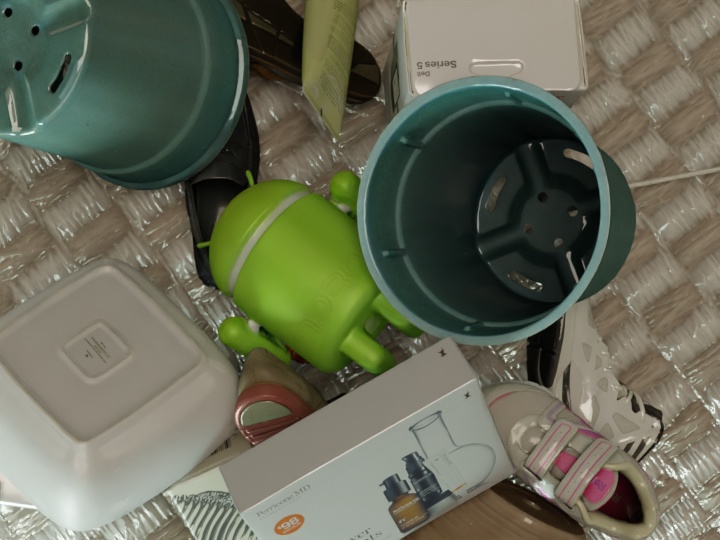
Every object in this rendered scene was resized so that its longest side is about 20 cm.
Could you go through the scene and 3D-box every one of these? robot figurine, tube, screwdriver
[{"bbox_3d":[-0.041,0.004,1.172,0.200,0.116,0.176,36,90,16],"label":"robot figurine"},{"bbox_3d":[-0.028,-0.215,1.245,0.058,0.052,0.201,16,58,-21],"label":"tube"},{"bbox_3d":[0.257,-0.080,1.299,0.199,0.029,0.028,-11,86,1],"label":"screwdriver"}]

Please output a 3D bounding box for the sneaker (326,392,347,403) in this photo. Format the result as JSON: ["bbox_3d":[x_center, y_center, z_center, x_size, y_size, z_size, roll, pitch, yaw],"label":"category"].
[{"bbox_3d":[-0.097,0.129,1.245,0.199,0.076,0.088,11,80,-13],"label":"sneaker"}]

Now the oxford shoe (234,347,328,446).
[{"bbox_3d":[-0.032,0.137,1.173,0.070,0.075,0.200,-22,130,16],"label":"oxford shoe"}]

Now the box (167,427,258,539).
[{"bbox_3d":[-0.086,0.227,1.192,0.082,0.068,0.201,-25,113,2],"label":"box"}]

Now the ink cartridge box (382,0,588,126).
[{"bbox_3d":[0.100,-0.163,1.211,0.145,0.200,0.084,-3,82,-5],"label":"ink cartridge box"}]

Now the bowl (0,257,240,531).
[{"bbox_3d":[-0.209,0.084,1.132,0.199,0.075,0.200,-35,66,-29],"label":"bowl"}]

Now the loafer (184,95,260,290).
[{"bbox_3d":[-0.121,-0.084,1.256,0.068,0.070,0.202,-2,85,-4],"label":"loafer"}]

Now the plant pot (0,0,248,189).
[{"bbox_3d":[-0.225,-0.172,1.154,0.199,0.196,0.201,0,90,25],"label":"plant pot"}]

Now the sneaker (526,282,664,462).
[{"bbox_3d":[0.212,0.097,1.272,0.115,0.076,0.202,3,93,-12],"label":"sneaker"}]

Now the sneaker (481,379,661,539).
[{"bbox_3d":[0.178,0.159,1.188,0.199,0.088,0.082,31,90,-11],"label":"sneaker"}]

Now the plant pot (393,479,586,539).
[{"bbox_3d":[0.122,0.233,1.175,0.200,0.201,0.093,28,96,-1],"label":"plant pot"}]

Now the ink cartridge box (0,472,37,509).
[{"bbox_3d":[-0.312,0.123,1.219,0.199,0.084,0.146,8,84,-3],"label":"ink cartridge box"}]

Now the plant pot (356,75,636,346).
[{"bbox_3d":[0.126,-0.043,1.141,0.199,0.196,0.201,0,89,24],"label":"plant pot"}]

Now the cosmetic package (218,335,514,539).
[{"bbox_3d":[0.010,0.153,1.090,0.199,0.151,0.052,-30,49,-3],"label":"cosmetic package"}]

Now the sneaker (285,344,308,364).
[{"bbox_3d":[0.000,0.000,1.269,0.077,0.073,0.200,39,83,26],"label":"sneaker"}]

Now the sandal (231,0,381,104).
[{"bbox_3d":[-0.075,-0.205,1.280,0.199,0.055,0.082,25,57,-16],"label":"sandal"}]
